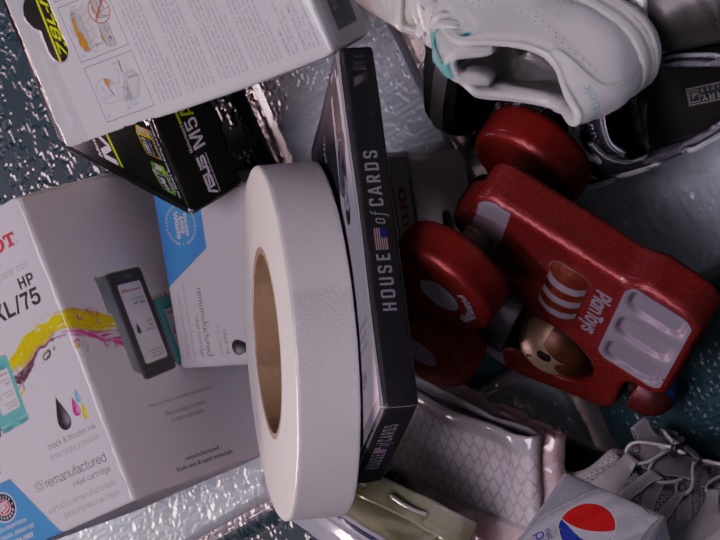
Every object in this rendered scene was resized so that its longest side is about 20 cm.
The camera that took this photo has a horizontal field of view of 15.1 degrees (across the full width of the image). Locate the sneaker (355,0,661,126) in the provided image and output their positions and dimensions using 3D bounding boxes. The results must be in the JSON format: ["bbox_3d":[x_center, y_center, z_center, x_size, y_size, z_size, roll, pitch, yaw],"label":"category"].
[{"bbox_3d":[0.056,-0.132,1.441,0.199,0.088,0.076,24,136,27],"label":"sneaker"}]

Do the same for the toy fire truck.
[{"bbox_3d":[0.108,0.017,1.503,0.167,0.112,0.200,34,157,9],"label":"toy fire truck"}]

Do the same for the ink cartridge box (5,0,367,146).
[{"bbox_3d":[-0.109,-0.171,1.507,0.199,0.050,0.163,-16,101,37],"label":"ink cartridge box"}]

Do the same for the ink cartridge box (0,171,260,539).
[{"bbox_3d":[-0.179,0.057,1.735,0.146,0.146,0.201,-26,84,39],"label":"ink cartridge box"}]

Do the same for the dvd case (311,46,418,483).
[{"bbox_3d":[0.000,0.000,1.482,0.150,0.025,0.202,109,155,-70],"label":"dvd case"}]

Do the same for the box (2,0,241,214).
[{"bbox_3d":[-0.163,-0.148,1.653,0.193,0.047,0.201,25,141,54],"label":"box"}]

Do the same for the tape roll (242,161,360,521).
[{"bbox_3d":[-0.035,0.039,1.522,0.203,0.037,0.205,175,90,-80],"label":"tape roll"}]

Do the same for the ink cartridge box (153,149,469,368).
[{"bbox_3d":[-0.025,-0.007,1.649,0.199,0.066,0.117,-5,97,39],"label":"ink cartridge box"}]

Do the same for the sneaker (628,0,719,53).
[{"bbox_3d":[0.197,-0.214,1.431,0.098,0.071,0.202,2,94,22],"label":"sneaker"}]

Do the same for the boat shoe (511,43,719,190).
[{"bbox_3d":[0.145,-0.083,1.494,0.199,0.068,0.072,-10,94,39],"label":"boat shoe"}]

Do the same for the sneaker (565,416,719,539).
[{"bbox_3d":[0.171,0.124,1.516,0.199,0.075,0.083,-6,99,40],"label":"sneaker"}]

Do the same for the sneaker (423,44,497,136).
[{"bbox_3d":[0.032,-0.185,1.549,0.120,0.083,0.202,16,102,30],"label":"sneaker"}]

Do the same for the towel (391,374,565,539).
[{"bbox_3d":[0.050,0.160,1.614,0.200,0.032,0.193,22,115,54],"label":"towel"}]

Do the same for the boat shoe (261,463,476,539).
[{"bbox_3d":[0.009,0.143,1.599,0.062,0.072,0.200,-58,34,-2],"label":"boat shoe"}]

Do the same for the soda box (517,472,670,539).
[{"bbox_3d":[0.141,0.203,1.502,0.068,0.064,0.201,21,148,32],"label":"soda box"}]
